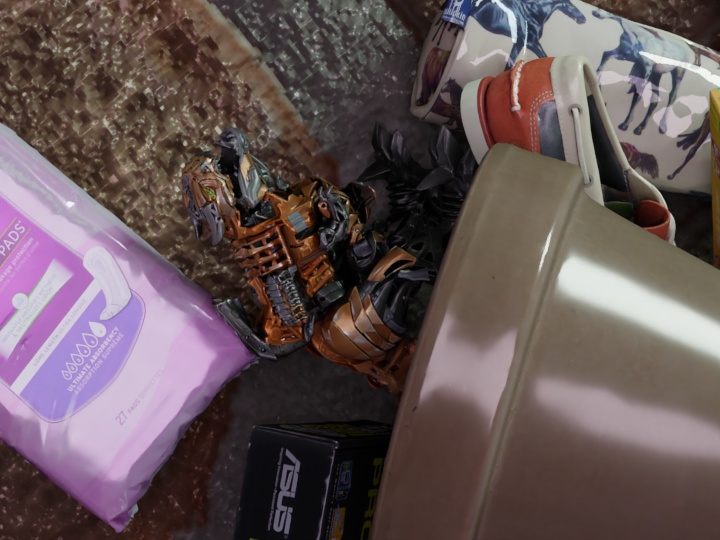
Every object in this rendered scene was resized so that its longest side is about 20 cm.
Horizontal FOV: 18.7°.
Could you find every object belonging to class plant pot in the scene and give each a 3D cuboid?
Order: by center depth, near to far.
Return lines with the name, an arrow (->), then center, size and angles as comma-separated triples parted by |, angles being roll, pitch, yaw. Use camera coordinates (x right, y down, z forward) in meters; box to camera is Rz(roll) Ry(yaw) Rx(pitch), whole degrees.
plant pot -> 0.112, 0.064, 0.946 | 0.173, 0.200, 0.202 | 17, 89, 7

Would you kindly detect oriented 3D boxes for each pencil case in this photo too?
pencil case -> 0.129, -0.092, 1.089 | 0.198, 0.078, 0.090 | 17, 106, -4

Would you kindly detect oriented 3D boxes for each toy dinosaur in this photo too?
toy dinosaur -> 0.000, 0.000, 1.067 | 0.136, 0.102, 0.200 | -50, 133, -13

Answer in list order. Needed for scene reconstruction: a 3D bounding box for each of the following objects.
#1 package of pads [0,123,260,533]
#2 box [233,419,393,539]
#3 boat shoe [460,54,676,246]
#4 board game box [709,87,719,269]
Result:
package of pads -> -0.157, 0.020, 1.069 | 0.200, 0.076, 0.121 | 39, 85, -4
box -> -0.021, 0.173, 1.039 | 0.044, 0.160, 0.202 | 10, 89, 19
boat shoe -> 0.118, -0.022, 1.057 | 0.062, 0.071, 0.201 | -17, 126, 25
board game box -> 0.218, -0.034, 1.057 | 0.095, 0.201, 0.030 | -16, 50, -4
